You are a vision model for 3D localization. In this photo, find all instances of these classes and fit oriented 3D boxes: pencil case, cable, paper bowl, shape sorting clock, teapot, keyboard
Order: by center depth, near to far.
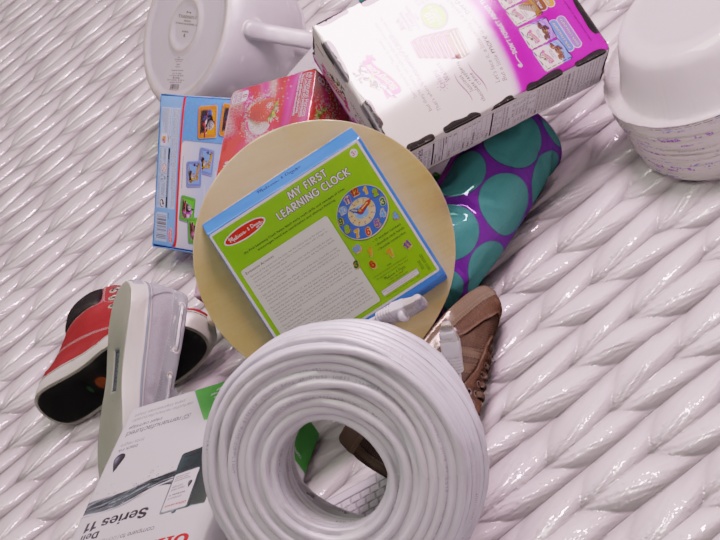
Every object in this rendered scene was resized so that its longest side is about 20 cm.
[{"bbox_3d":[-0.010,0.134,1.210,0.199,0.201,0.069,-16,6,19],"label":"cable"},{"bbox_3d":[-0.035,0.197,1.324,0.200,0.011,0.056,-30,34,14],"label":"keyboard"},{"bbox_3d":[-0.027,-0.014,1.337,0.200,0.200,0.039,-40,6,-1],"label":"shape sorting clock"},{"bbox_3d":[0.283,-0.175,1.376,0.200,0.104,0.201,-27,34,20],"label":"paper bowl"},{"bbox_3d":[0.081,-0.046,1.430,0.200,0.092,0.085,-54,2,-24],"label":"pencil case"},{"bbox_3d":[-0.121,-0.239,1.826,0.197,0.146,0.200,-49,46,35],"label":"teapot"}]

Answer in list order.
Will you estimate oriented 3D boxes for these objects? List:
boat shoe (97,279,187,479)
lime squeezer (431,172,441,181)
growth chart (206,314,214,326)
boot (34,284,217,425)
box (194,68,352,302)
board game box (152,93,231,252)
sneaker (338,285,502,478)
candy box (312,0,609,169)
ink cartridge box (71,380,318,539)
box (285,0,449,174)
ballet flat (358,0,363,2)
[{"bbox_3d":[-0.177,0.110,1.488,0.070,0.071,0.202,170,106,-64],"label":"boat shoe"},{"bbox_3d":[0.000,0.000,1.482,0.200,0.038,0.071,-61,13,-11],"label":"lime squeezer"},{"bbox_3d":[-0.060,-0.020,1.517,0.200,0.018,0.145,-18,54,32],"label":"growth chart"},{"bbox_3d":[-0.207,0.048,1.624,0.200,0.072,0.145,-23,34,29],"label":"boot"},{"bbox_3d":[-0.057,-0.051,1.450,0.095,0.100,0.201,-12,57,35],"label":"box"},{"bbox_3d":[-0.125,-0.088,1.655,0.200,0.037,0.152,10,98,50],"label":"board game box"},{"bbox_3d":[0.062,0.091,1.317,0.200,0.075,0.070,-44,-10,-40],"label":"sneaker"},{"bbox_3d":[0.079,-0.174,1.413,0.200,0.061,0.137,-26,70,-11],"label":"candy box"},{"bbox_3d":[-0.132,0.185,1.350,0.146,0.083,0.200,-18,32,28],"label":"ink cartridge box"},{"bbox_3d":[0.050,-0.192,1.622,0.152,0.106,0.200,16,61,51],"label":"box"},{"bbox_3d":[0.044,-0.193,1.500,0.067,0.070,0.201,121,146,-54],"label":"ballet flat"}]
